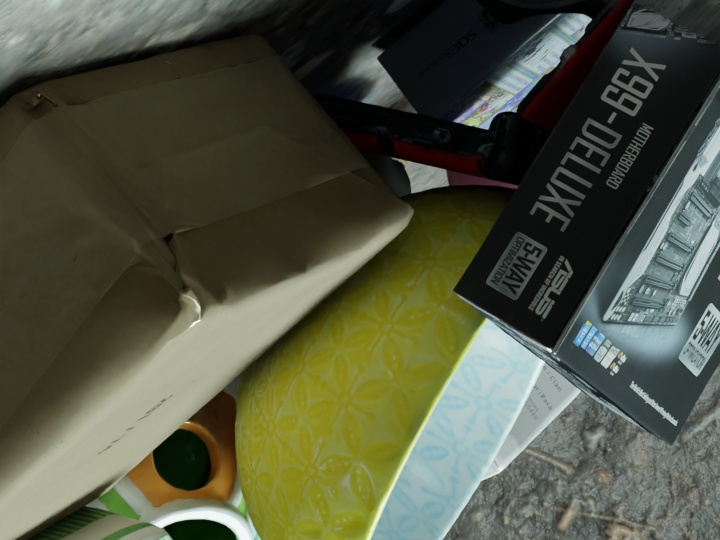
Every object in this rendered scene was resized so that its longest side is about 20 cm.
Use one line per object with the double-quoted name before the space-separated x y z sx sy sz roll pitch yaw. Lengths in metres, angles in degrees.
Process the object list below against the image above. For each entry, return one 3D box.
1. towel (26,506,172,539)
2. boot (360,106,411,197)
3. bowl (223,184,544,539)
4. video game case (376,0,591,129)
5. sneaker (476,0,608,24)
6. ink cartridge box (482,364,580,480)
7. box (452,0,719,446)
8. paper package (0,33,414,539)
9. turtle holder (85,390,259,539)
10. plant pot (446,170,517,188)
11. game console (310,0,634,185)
"towel" -0.192 0.118 1.017 0.200 0.023 0.153 3 -166 28
"boot" 0.000 0.000 1.172 0.077 0.138 0.200 -16 179 19
"bowl" 0.002 0.039 1.071 0.200 0.108 0.200 -55 165 -23
"video game case" 0.106 -0.139 1.246 0.181 0.045 0.200 -40 173 9
"sneaker" 0.115 -0.155 1.081 0.200 0.074 0.087 -26 168 -40
"ink cartridge box" 0.049 0.070 1.344 0.200 0.045 0.176 -30 -171 49
"box" 0.123 -0.024 1.008 0.158 0.050 0.200 -57 157 -2
"paper package" -0.107 0.016 0.942 0.200 0.103 0.191 -42 172 27
"turtle holder" -0.117 0.116 1.131 0.141 0.132 0.186 30 102 -41
"plant pot" 0.157 -0.063 1.492 0.179 0.200 0.200 -23 179 23
"game console" 0.087 -0.091 1.071 0.200 0.172 0.119 8 95 -62
